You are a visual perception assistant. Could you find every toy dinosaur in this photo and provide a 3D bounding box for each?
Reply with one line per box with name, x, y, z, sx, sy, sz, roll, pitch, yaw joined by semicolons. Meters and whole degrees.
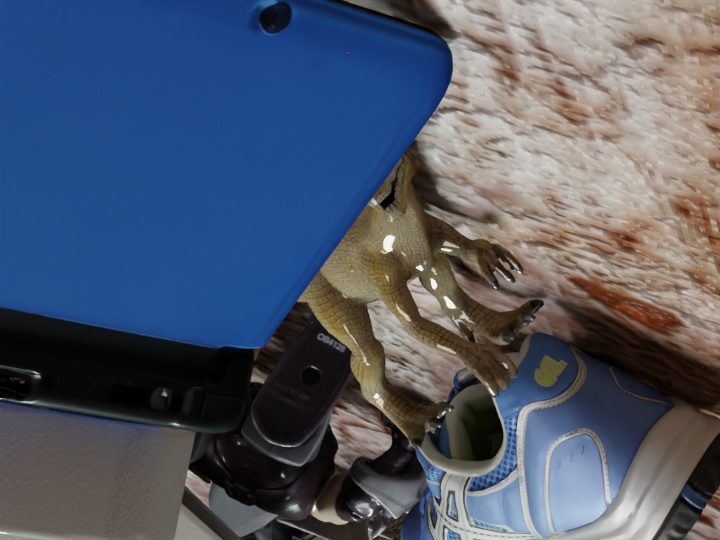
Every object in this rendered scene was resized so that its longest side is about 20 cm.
toy dinosaur;0.000;0.000;0.904;0.101;0.058;0.200;43;155;-7

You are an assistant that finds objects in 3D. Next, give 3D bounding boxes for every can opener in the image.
can opener;-0.046;0.114;1.321;0.067;0.053;0.200;59;160;-1

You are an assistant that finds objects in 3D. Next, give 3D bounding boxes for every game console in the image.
game console;-0.108;-0.030;0.741;0.170;0.119;0.200;13;179;44

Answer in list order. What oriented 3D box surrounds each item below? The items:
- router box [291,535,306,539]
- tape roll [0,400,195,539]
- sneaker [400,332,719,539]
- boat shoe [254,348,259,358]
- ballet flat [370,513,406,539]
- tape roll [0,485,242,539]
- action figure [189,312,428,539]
router box;-0.005;0.206;1.261;0.052;0.158;0.200;19;175;20
tape roll;-0.149;0.043;0.845;0.202;0.037;0.203;11;179;0
sneaker;0.054;0.064;0.981;0.077;0.076;0.200;38;155;-7
boat shoe;-0.110;-0.036;0.887;0.200;0.073;0.065;45;177;-8
ballet flat;0.044;0.122;1.106;0.068;0.075;0.200;17;-154;-10
tape roll;-0.133;0.109;1.048;0.203;0.139;0.203;42;176;4
action figure;-0.034;0.054;1.069;0.130;0.070;0.200;16;170;5
